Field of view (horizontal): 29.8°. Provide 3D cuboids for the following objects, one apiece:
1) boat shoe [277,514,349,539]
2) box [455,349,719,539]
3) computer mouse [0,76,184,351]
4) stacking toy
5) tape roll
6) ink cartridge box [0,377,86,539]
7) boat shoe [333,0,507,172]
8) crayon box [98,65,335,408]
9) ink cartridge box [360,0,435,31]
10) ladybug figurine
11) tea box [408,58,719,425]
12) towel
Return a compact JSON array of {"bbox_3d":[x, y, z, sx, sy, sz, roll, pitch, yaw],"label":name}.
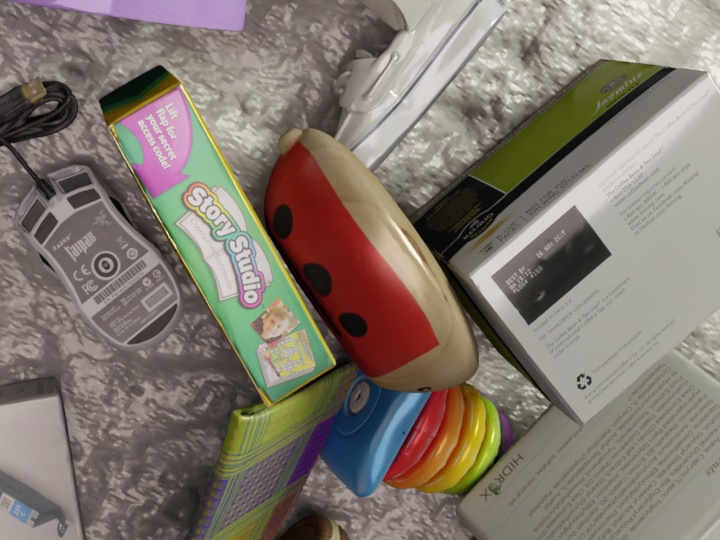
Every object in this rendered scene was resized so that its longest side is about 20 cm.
[{"bbox_3d":[-0.055,0.280,1.028,0.074,0.075,0.204,24,103,-30],"label":"boat shoe"},{"bbox_3d":[0.220,0.190,0.974,0.200,0.171,0.199,-46,130,0],"label":"box"},{"bbox_3d":[-0.200,-0.030,0.939,0.109,0.044,0.201,-37,101,-7],"label":"computer mouse"},{"bbox_3d":[0.075,0.129,1.009,0.199,0.110,0.117,27,95,-28],"label":"stacking toy"},{"bbox_3d":[-0.166,-0.193,0.825,0.198,0.200,0.066,6,102,-13],"label":"tape roll"},{"bbox_3d":[-0.287,0.191,0.967,0.174,0.045,0.202,-9,104,-11],"label":"ink cartridge box"},{"bbox_3d":[0.017,-0.128,0.953,0.065,0.074,0.200,41,90,1],"label":"boat shoe"},{"bbox_3d":[-0.099,-0.029,0.890,0.058,0.173,0.201,-30,106,-4],"label":"crayon box"},{"bbox_3d":[0.038,-0.282,0.884,0.146,0.083,0.200,41,92,8],"label":"ink cartridge box"},{"bbox_3d":[0.000,0.000,0.873,0.072,0.136,0.201,-36,98,-10],"label":"ladybug figurine"},{"bbox_3d":[0.158,-0.030,0.931,0.200,0.197,0.134,-39,106,0],"label":"tea box"},{"bbox_3d":[-0.076,0.152,0.935,0.023,0.143,0.201,37,122,19],"label":"towel"}]
